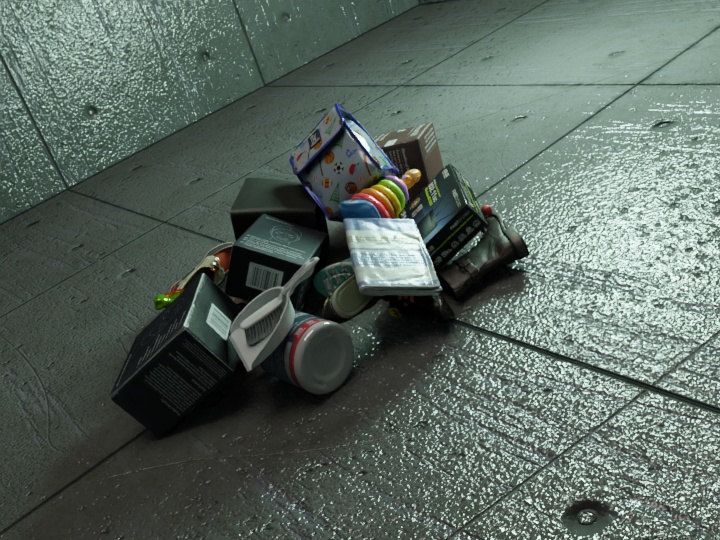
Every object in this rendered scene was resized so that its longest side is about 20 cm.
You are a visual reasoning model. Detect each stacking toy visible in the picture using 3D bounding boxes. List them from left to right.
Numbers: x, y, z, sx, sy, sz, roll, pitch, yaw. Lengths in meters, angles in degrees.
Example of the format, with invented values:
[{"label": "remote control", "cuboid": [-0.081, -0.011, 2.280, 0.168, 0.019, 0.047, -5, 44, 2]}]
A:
[{"label": "stacking toy", "cuboid": [0.060, -0.150, 1.692, 0.200, 0.111, 0.115, -44, 29, -27]}]

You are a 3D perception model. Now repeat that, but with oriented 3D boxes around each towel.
[{"label": "towel", "cuboid": [0.050, -0.025, 1.423, 0.144, 0.024, 0.202, 1, 39, -13]}]

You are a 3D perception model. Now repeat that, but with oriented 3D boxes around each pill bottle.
[{"label": "pill bottle", "cuboid": [-0.114, 0.129, 1.402, 0.119, 0.121, 0.198, -36, 29, -30]}]

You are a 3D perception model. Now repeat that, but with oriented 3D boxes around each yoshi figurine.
[{"label": "yoshi figurine", "cuboid": [-0.370, 0.107, 1.652, 0.110, 0.114, 0.200, 16, 4, -21]}]

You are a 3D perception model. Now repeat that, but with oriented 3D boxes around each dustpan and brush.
[{"label": "dustpan and brush", "cuboid": [-0.136, 0.057, 1.346, 0.199, 0.058, 0.140, -38, 31, -6]}]

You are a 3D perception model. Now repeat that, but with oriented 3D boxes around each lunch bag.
[{"label": "lunch bag", "cuboid": [-0.048, -0.230, 1.752, 0.170, 0.201, 0.123, -43, -23, 19]}]

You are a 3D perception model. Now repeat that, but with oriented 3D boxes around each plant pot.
[{"label": "plant pot", "cuboid": [-0.166, -0.086, 1.804, 0.173, 0.203, 0.201, -6, 27, 8]}]

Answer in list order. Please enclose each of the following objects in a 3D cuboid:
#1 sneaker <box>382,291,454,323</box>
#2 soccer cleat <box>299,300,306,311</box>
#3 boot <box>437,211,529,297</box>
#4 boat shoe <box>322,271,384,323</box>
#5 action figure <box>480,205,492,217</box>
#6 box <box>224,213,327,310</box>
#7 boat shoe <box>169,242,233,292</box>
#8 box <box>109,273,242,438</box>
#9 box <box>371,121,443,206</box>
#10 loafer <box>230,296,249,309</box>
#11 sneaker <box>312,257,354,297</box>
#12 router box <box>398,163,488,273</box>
[{"label": "sneaker", "cuboid": [0.096, 0.060, 1.456, 0.090, 0.070, 0.200, -39, 26, -1]}, {"label": "soccer cleat", "cuboid": [-0.164, 0.081, 1.593, 0.067, 0.074, 0.201, -6, 29, 29]}, {"label": "boot", "cuboid": [0.208, -0.027, 1.533, 0.172, 0.070, 0.200, -31, 18, -1]}, {"label": "boat shoe", "cuboid": [0.009, 0.028, 1.432, 0.200, 0.072, 0.060, -32, -3, -42]}, {"label": "action figure", "cuboid": [0.185, -0.087, 1.616, 0.199, 0.052, 0.066, -28, 20, 50]}, {"label": "box", "cuboid": [-0.162, -0.015, 1.611, 0.146, 0.109, 0.200, 16, 23, 5]}, {"label": "boat shoe", "cuboid": [-0.350, 0.007, 1.880, 0.199, 0.072, 0.062, -40, 15, -22]}, {"label": "box", "cuboid": [-0.315, 0.146, 1.447, 0.196, 0.124, 0.201, -39, 20, 17]}, {"label": "box", "cuboid": [0.077, -0.221, 1.873, 0.196, 0.167, 0.166, -11, 18, 20]}, {"label": "loafer", "cuboid": [-0.230, 0.075, 1.665, 0.067, 0.077, 0.201, 4, 45, 40]}, {"label": "sneaker", "cuboid": [0.000, 0.000, 1.646, 0.196, 0.079, 0.091, -15, 14, -3]}, {"label": "router box", "cuboid": [0.150, -0.097, 1.552, 0.150, 0.062, 0.201, -44, 24, 18]}]
